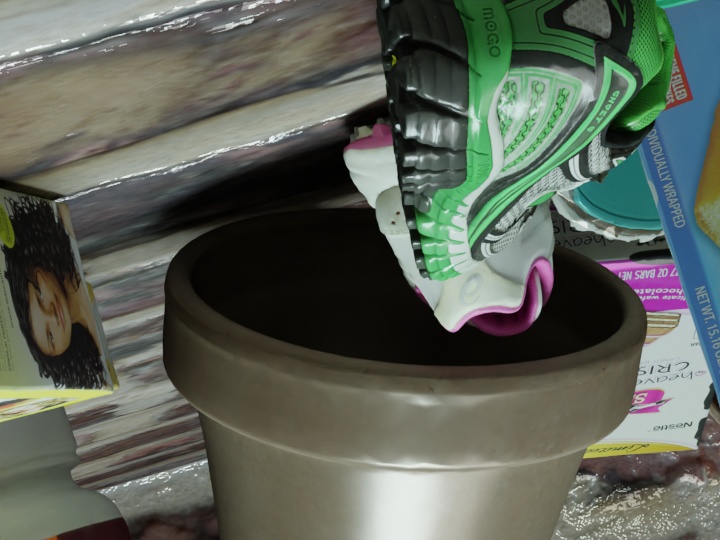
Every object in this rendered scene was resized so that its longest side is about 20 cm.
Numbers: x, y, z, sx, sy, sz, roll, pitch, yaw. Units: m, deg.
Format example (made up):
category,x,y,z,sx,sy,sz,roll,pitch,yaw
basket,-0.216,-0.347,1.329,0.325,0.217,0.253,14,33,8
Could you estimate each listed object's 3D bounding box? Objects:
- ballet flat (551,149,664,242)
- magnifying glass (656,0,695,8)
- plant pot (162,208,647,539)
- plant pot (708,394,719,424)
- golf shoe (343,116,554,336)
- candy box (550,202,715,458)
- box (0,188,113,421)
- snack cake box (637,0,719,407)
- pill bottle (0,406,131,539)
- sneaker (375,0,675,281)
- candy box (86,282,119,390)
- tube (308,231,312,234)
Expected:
category,x,y,z,sx,sy,sz,roll,pitch,yaw
ballet flat,0.129,-0.054,0.943,0.200,0.072,0.072,-11,172,-41
magnifying glass,0.163,-0.116,0.694,0.200,0.022,0.080,-15,174,-1
plant pot,0.012,0.084,0.981,0.200,0.175,0.200,4,-159,-2
plant pot,0.305,-0.010,1.308,0.198,0.200,0.200,-23,179,-37
golf shoe,0.044,-0.015,0.922,0.075,0.092,0.200,-20,175,13
candy box,0.111,0.025,1.149,0.136,0.061,0.200,-5,149,-3
box,-0.138,0.011,0.739,0.050,0.075,0.200,-16,175,11
snack cake box,0.171,-0.012,0.782,0.115,0.200,0.067,-21,172,32
pill bottle,-0.134,0.154,0.915,0.114,0.200,0.114,-19,174,-2
sneaker,0.051,-0.044,0.690,0.085,0.078,0.200,-7,174,1
candy box,-0.189,0.042,0.954,0.117,0.057,0.200,-19,175,11
tube,0.000,0.000,1.142,0.052,0.058,0.200,26,-167,29
